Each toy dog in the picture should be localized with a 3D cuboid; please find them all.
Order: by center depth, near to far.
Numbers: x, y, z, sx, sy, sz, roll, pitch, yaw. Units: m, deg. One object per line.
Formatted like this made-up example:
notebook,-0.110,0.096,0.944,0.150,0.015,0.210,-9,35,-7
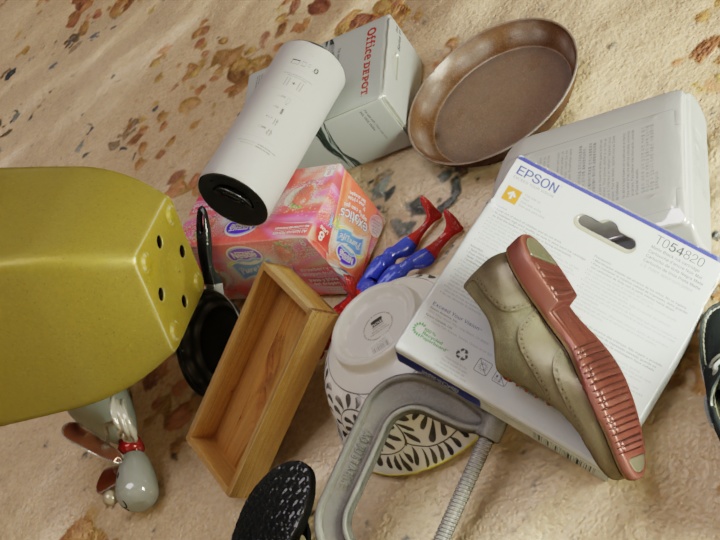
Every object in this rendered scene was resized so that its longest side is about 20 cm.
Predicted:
toy dog,-0.279,0.167,1.253,0.096,0.132,0.200,-21,29,-8

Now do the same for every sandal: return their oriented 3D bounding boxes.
sandal,-0.082,0.264,1.051,0.075,0.048,0.201,6,72,42

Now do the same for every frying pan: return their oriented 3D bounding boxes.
frying pan,-0.163,0.041,1.260,0.115,0.031,0.190,-30,71,41

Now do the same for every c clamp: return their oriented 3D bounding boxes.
c clamp,0.060,0.172,0.976,0.171,0.027,0.200,29,84,15

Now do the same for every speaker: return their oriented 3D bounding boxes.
speaker,-0.090,-0.143,1.245,0.081,0.081,0.200,-3,49,39

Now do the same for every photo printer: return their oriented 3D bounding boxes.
photo printer,0.207,-0.062,1.072,0.200,0.069,0.167,-16,47,30

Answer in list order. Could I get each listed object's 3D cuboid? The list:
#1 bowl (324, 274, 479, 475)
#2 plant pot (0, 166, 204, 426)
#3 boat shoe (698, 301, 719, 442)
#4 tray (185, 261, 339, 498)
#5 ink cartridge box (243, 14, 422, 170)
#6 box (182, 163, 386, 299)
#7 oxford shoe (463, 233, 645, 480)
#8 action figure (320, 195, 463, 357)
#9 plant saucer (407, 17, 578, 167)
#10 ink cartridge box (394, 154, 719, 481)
bowl,0.035,0.072,1.073,0.201,0.094,0.201,-26,40,24
plant pot,-0.272,0.014,1.189,0.200,0.196,0.194,-6,34,16
boat shoe,0.286,0.089,0.874,0.076,0.060,0.200,-29,41,18
tray,-0.095,0.103,1.138,0.099,0.037,0.200,42,112,47
ink cartridge box,-0.034,-0.187,1.380,0.200,0.083,0.147,-18,45,27
box,-0.089,-0.037,1.281,0.200,0.095,0.103,-3,51,39
oxford shoe,0.147,0.075,0.913,0.075,0.070,0.200,-34,70,25
action figure,0.000,0.000,1.177,0.200,0.099,0.065,-50,38,-4
plant saucer,0.142,-0.180,1.264,0.200,0.034,0.200,-22,44,23
ink cartridge box,0.161,0.034,0.972,0.200,0.041,0.200,30,76,16
